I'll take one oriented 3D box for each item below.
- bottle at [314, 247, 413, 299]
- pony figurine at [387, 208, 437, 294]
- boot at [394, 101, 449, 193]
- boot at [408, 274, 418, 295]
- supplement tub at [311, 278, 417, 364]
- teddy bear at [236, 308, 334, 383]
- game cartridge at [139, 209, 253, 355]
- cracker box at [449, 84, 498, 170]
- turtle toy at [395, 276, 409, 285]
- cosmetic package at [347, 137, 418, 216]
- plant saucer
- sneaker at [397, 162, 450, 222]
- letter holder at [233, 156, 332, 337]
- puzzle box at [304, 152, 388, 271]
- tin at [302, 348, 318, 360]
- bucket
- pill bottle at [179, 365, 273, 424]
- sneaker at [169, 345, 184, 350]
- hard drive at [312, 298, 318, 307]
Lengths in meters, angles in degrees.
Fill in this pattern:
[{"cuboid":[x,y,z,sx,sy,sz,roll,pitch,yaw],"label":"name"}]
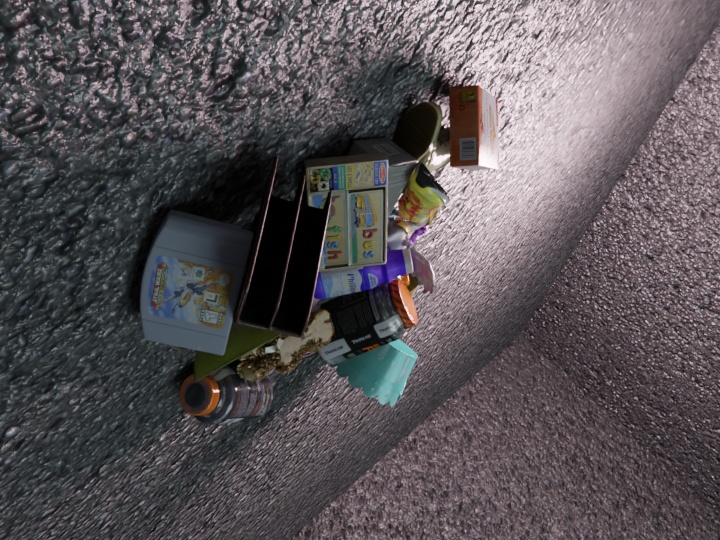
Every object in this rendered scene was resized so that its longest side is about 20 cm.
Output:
[{"cuboid":[0.000,0.000,1.251,0.195,0.066,0.084,-11,144,0],"label":"bottle"},{"cuboid":[0.075,-0.049,1.353,0.197,0.167,0.195,-21,139,-17],"label":"pony figurine"},{"cuboid":[0.132,-0.241,1.211,0.153,0.072,0.201,-31,158,-35],"label":"boot"},{"cuboid":[0.109,0.058,1.670,0.201,0.073,0.155,-49,158,6],"label":"boot"},{"cuboid":[0.007,0.097,1.314,0.197,0.125,0.122,-23,164,16],"label":"supplement tub"},{"cuboid":[-0.146,0.127,1.219,0.199,0.067,0.146,-39,120,-12],"label":"teddy bear"},{"cuboid":[-0.229,0.022,0.902,0.130,0.042,0.203,10,120,-16],"label":"game cartridge"},{"cuboid":[0.213,-0.257,1.227,0.199,0.056,0.137,-18,107,-68],"label":"cracker box"},{"cuboid":[0.035,0.042,1.463,0.199,0.101,0.147,-13,140,-55],"label":"turtle toy"},{"cuboid":[0.004,-0.122,1.149,0.106,0.090,0.202,-23,145,-51],"label":"cosmetic package"},{"cuboid":[-0.171,0.071,1.053,0.197,0.048,0.200,-28,-166,8],"label":"plant saucer"},{"cuboid":[0.106,-0.124,1.190,0.090,0.079,0.200,-37,169,3],"label":"sneaker"},{"cuboid":[-0.100,-0.032,0.907,0.142,0.098,0.204,123,-22,-65],"label":"letter holder"},{"cuboid":[-0.020,-0.090,1.074,0.130,0.026,0.203,-7,128,-7],"label":"puzzle box"},{"cuboid":[-0.144,0.159,1.356,0.110,0.043,0.199,-22,166,21],"label":"tin"},{"cuboid":[0.036,0.222,1.647,0.136,0.206,0.207,-57,158,4],"label":"bucket"},{"cuboid":[-0.251,0.230,1.235,0.107,0.106,0.200,-49,159,6],"label":"pill bottle"},{"cuboid":[-0.241,0.048,0.977,0.077,0.082,0.202,-20,147,-50],"label":"sneaker"},{"cuboid":[-0.154,0.071,1.257,0.133,0.025,0.199,-51,158,8],"label":"hard drive"}]
